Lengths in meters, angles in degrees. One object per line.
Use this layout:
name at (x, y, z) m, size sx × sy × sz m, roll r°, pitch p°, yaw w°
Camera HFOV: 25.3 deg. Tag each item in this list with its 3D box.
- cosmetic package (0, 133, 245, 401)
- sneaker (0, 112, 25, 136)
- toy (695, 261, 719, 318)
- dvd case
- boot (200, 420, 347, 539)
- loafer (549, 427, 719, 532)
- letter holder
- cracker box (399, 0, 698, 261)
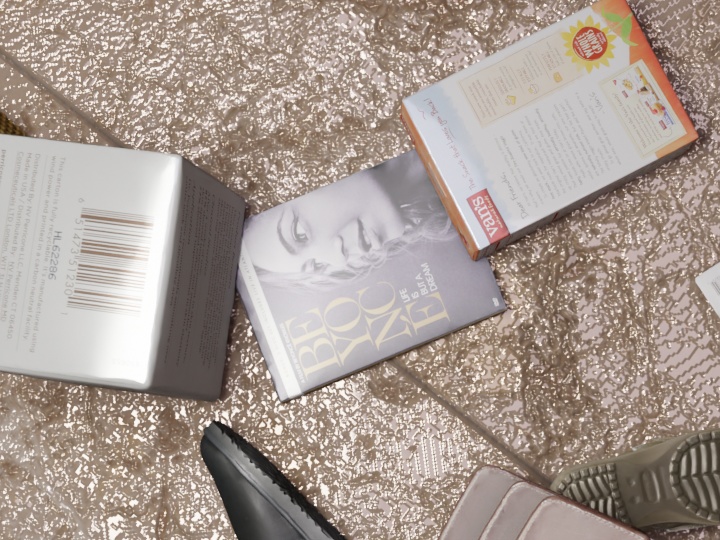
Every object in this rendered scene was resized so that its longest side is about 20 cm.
cosmetic package at (-0.195, 0.003, 1.204) m, size 0.164 × 0.200 × 0.170 m, roll 6°, pitch 83°, yaw 10°
sneaker at (-0.345, -0.110, 1.305) m, size 0.200 × 0.075 × 0.090 m, roll 41°, pitch 95°, yaw 14°
toy at (0.361, 0.061, 1.246) m, size 0.114 × 0.047 × 0.201 m, roll -32°, pitch 79°, yaw 3°
dvd case at (0.000, 0.000, 1.291) m, size 0.198 × 0.016 × 0.150 m, roll -22°, pitch 82°, yaw 1°
boot at (-0.123, 0.243, 1.250) m, size 0.165 × 0.066 × 0.200 m, roll 44°, pitch 92°, yaw 9°
loafer at (0.232, 0.163, 1.233) m, size 0.197 × 0.068 × 0.077 m, roll -5°, pitch 85°, yaw -10°
letter holder at (0.102, 0.251, 1.134) m, size 0.141 × 0.101 × 0.202 m, roll 22°, pitch 87°, yaw 10°
cracker box at (0.147, -0.113, 1.269) m, size 0.198 × 0.058 × 0.135 m, roll -26°, pitch 82°, yaw -6°
